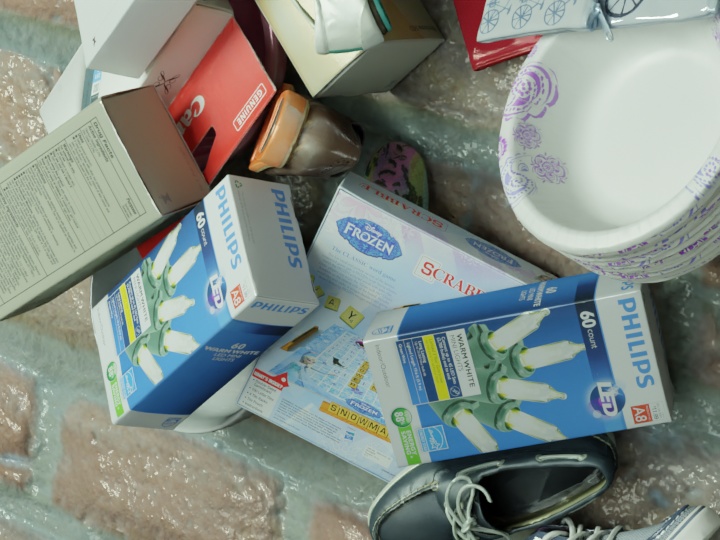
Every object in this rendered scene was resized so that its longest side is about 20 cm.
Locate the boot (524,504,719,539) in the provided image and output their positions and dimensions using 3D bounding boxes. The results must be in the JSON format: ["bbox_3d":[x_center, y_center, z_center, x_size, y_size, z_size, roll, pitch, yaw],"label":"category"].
[{"bbox_3d":[0.166,0.210,1.390,0.090,0.073,0.200,50,122,13],"label":"boot"}]

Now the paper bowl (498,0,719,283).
[{"bbox_3d":[0.198,-0.089,1.279,0.200,0.104,0.201,-20,58,35],"label":"paper bowl"}]

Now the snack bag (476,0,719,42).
[{"bbox_3d":[0.174,-0.242,1.288,0.200,0.021,0.189,2,71,44],"label":"snack bag"}]

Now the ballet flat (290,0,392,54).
[{"bbox_3d":[-0.041,-0.241,1.364,0.069,0.069,0.200,-31,73,34],"label":"ballet flat"}]

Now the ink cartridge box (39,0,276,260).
[{"bbox_3d":[-0.163,-0.132,1.502,0.200,0.045,0.176,-52,49,29],"label":"ink cartridge box"}]

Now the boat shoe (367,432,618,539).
[{"bbox_3d":[0.094,0.168,1.407,0.200,0.062,0.075,-18,113,15],"label":"boat shoe"}]

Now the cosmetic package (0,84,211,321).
[{"bbox_3d":[-0.222,-0.050,1.489,0.200,0.073,0.104,-28,88,33],"label":"cosmetic package"}]

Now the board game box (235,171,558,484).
[{"bbox_3d":[0.036,0.058,1.432,0.200,0.041,0.200,28,114,1],"label":"board game box"}]

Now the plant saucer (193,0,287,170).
[{"bbox_3d":[-0.133,-0.181,1.562,0.200,0.051,0.201,6,101,35],"label":"plant saucer"}]

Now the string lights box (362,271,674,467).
[{"bbox_3d":[0.113,0.067,1.364,0.199,0.059,0.103,-11,107,16],"label":"string lights box"}]

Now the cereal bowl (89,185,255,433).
[{"bbox_3d":[-0.120,0.027,1.562,0.200,0.083,0.201,6,101,35],"label":"cereal bowl"}]

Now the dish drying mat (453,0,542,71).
[{"bbox_3d":[0.091,-0.252,1.411,0.077,0.018,0.201,-15,87,34],"label":"dish drying mat"}]

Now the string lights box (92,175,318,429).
[{"bbox_3d":[-0.119,0.027,1.436,0.200,0.059,0.103,-41,53,40],"label":"string lights box"}]

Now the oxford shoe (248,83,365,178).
[{"bbox_3d":[-0.038,-0.094,1.449,0.073,0.200,0.071,21,96,-7],"label":"oxford shoe"}]

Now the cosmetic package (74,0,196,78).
[{"bbox_3d":[-0.151,-0.263,1.428,0.200,0.052,0.151,-45,46,41],"label":"cosmetic package"}]

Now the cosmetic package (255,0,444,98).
[{"bbox_3d":[-0.033,-0.231,1.451,0.071,0.105,0.200,-39,76,32],"label":"cosmetic package"}]

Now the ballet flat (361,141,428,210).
[{"bbox_3d":[0.000,0.000,1.480,0.069,0.071,0.200,28,112,30],"label":"ballet flat"}]
